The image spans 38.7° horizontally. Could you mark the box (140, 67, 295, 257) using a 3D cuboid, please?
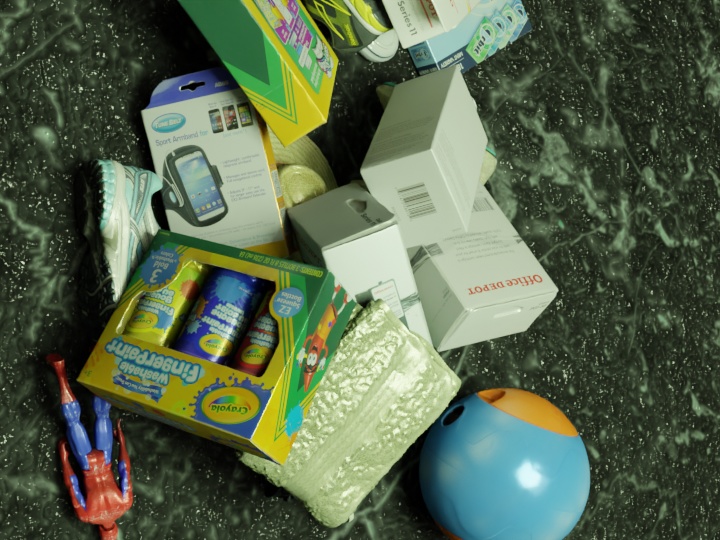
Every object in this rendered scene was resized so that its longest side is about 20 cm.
[{"bbox_3d":[-0.147,-0.102,1.048,0.119,0.041,0.200,-10,97,10],"label":"box"}]

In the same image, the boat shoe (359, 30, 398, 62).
[{"bbox_3d":[0.001,-0.337,1.177,0.074,0.067,0.200,-35,109,-30],"label":"boat shoe"}]

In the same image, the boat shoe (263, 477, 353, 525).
[{"bbox_3d":[-0.084,0.215,1.112,0.066,0.074,0.199,-43,113,-25],"label":"boat shoe"}]

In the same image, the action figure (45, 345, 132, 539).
[{"bbox_3d":[-0.261,0.174,1.001,0.065,0.052,0.200,-12,103,-24],"label":"action figure"}]

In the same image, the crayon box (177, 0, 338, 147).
[{"bbox_3d":[-0.096,-0.241,1.043,0.173,0.058,0.200,55,18,-23],"label":"crayon box"}]

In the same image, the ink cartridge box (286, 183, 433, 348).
[{"bbox_3d":[0.004,0.029,1.042,0.083,0.147,0.200,-21,114,-11],"label":"ink cartridge box"}]

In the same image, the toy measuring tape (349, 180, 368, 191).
[{"bbox_3d":[0.000,0.000,1.172,0.074,0.074,0.200,11,84,-35],"label":"toy measuring tape"}]

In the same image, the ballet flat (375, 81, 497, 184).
[{"bbox_3d":[0.091,-0.155,1.244,0.200,0.067,0.062,29,84,-32],"label":"ballet flat"}]

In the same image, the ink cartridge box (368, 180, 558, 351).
[{"bbox_3d":[0.108,-0.017,1.179,0.146,0.083,0.200,-10,55,-35],"label":"ink cartridge box"}]

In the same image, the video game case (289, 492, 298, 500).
[{"bbox_3d":[-0.073,0.131,1.069,0.181,0.045,0.200,48,25,-25],"label":"video game case"}]

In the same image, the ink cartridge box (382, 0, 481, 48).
[{"bbox_3d":[0.066,-0.317,1.114,0.117,0.067,0.200,65,25,-16],"label":"ink cartridge box"}]

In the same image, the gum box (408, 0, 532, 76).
[{"bbox_3d":[0.110,-0.353,1.268,0.170,0.045,0.200,-36,109,-29],"label":"gum box"}]

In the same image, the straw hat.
[{"bbox_3d":[-0.076,-0.069,1.111,0.201,0.085,0.201,0,89,-36],"label":"straw hat"}]

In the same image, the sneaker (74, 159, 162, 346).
[{"bbox_3d":[-0.225,-0.009,1.012,0.086,0.078,0.200,-1,91,-39],"label":"sneaker"}]

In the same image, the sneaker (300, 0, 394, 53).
[{"bbox_3d":[-0.047,-0.326,1.132,0.200,0.085,0.074,54,38,5],"label":"sneaker"}]

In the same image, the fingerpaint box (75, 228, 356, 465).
[{"bbox_3d":[-0.131,0.064,0.934,0.167,0.200,0.073,-65,150,-19],"label":"fingerpaint box"}]

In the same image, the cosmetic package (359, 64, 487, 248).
[{"bbox_3d":[0.075,-0.125,1.103,0.108,0.085,0.200,63,25,-27],"label":"cosmetic package"}]

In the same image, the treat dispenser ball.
[{"bbox_3d":[0.170,0.240,1.215,0.201,0.201,0.201,0,90,-35],"label":"treat dispenser ball"}]

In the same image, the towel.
[{"bbox_3d":[-0.008,0.136,0.968,0.200,0.036,0.148,-48,115,-2],"label":"towel"}]
